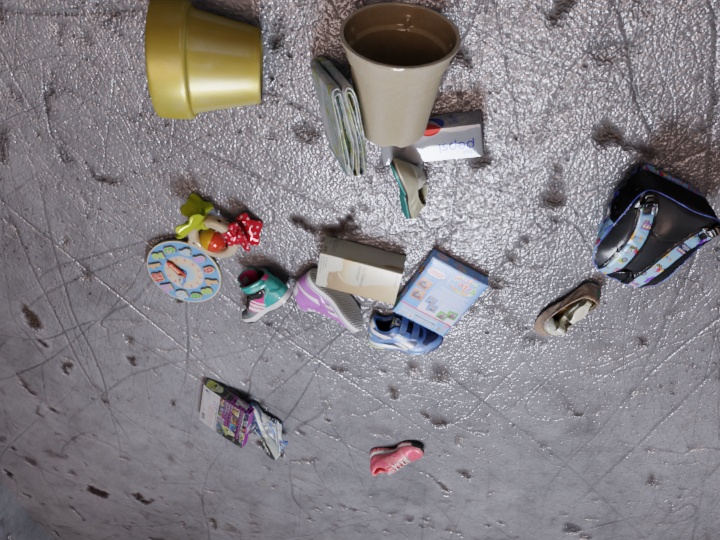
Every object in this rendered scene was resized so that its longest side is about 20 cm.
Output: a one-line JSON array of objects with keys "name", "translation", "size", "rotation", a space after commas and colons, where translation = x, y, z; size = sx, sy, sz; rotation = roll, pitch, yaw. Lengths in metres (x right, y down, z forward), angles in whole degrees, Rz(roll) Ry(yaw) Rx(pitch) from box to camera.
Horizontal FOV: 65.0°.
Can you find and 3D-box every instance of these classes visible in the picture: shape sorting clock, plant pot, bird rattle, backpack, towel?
[{"name": "shape sorting clock", "translation": [-0.459, 0.006, 1.469], "size": [0.196, 0.040, 0.202], "rotation": [7, 130, 8]}, {"name": "plant pot", "translation": [-0.272, -0.376, 1.022], "size": [0.185, 0.202, 0.203], "rotation": [0, 131, -8]}, {"name": "bird rattle", "translation": [-0.338, -0.093, 1.346], "size": [0.197, 0.114, 0.163], "rotation": [16, 144, -17]}, {"name": "backpack", "translation": [0.550, -0.074, 1.091], "size": [0.180, 0.135, 0.201], "rotation": [22, 130, -5]}, {"name": "towel", "translation": [-0.038, -0.281, 1.035], "size": [0.047, 0.201, 0.173], "rotation": [-17, 127, -8]}, {"name": "plant pot", "translation": [0.061, -0.326, 0.984], "size": [0.197, 0.203, 0.185], "rotation": [10, 141, 5]}]

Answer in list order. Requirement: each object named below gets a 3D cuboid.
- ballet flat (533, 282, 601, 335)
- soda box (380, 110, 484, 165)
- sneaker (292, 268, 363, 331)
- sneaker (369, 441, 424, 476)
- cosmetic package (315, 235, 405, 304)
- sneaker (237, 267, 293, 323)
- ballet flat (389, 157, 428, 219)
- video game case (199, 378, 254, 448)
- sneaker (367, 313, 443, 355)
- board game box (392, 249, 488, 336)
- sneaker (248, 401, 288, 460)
[{"name": "ballet flat", "translation": [0.472, 0.106, 1.303], "size": [0.067, 0.068, 0.201], "rotation": [27, 130, -9]}, {"name": "soda box", "translation": [0.137, -0.255, 1.091], "size": [0.197, 0.064, 0.069], "rotation": [-2, 128, 15]}, {"name": "sneaker", "translation": [-0.086, 0.090, 1.432], "size": [0.201, 0.073, 0.114], "rotation": [47, 129, -11]}, {"name": "sneaker", "translation": [0.114, 0.606, 1.789], "size": [0.198, 0.087, 0.074], "rotation": [-22, 122, 28]}, {"name": "cosmetic package", "translation": [0.000, 0.000, 1.329], "size": [0.197, 0.072, 0.106], "rotation": [13, 130, 3]}, {"name": "sneaker", "translation": [-0.272, 0.058, 1.438], "size": [0.199, 0.084, 0.121], "rotation": [-29, 111, 40]}, {"name": "ballet flat", "translation": [0.102, -0.171, 1.127], "size": [0.068, 0.071, 0.200], "rotation": [2, 160, 12]}, {"name": "video game case", "translation": [-0.430, 0.459, 1.806], "size": [0.180, 0.036, 0.202], "rotation": [30, 132, 12]}, {"name": "sneaker", "translation": [0.112, 0.159, 1.433], "size": [0.196, 0.074, 0.083], "rotation": [4, 128, 9]}, {"name": "board game box", "translation": [0.188, 0.058, 1.354], "size": [0.150, 0.037, 0.201], "rotation": [27, 130, -9]}, {"name": "sneaker", "translation": [-0.299, 0.504, 1.823], "size": [0.077, 0.085, 0.202], "rotation": [-10, 108, 51]}]
